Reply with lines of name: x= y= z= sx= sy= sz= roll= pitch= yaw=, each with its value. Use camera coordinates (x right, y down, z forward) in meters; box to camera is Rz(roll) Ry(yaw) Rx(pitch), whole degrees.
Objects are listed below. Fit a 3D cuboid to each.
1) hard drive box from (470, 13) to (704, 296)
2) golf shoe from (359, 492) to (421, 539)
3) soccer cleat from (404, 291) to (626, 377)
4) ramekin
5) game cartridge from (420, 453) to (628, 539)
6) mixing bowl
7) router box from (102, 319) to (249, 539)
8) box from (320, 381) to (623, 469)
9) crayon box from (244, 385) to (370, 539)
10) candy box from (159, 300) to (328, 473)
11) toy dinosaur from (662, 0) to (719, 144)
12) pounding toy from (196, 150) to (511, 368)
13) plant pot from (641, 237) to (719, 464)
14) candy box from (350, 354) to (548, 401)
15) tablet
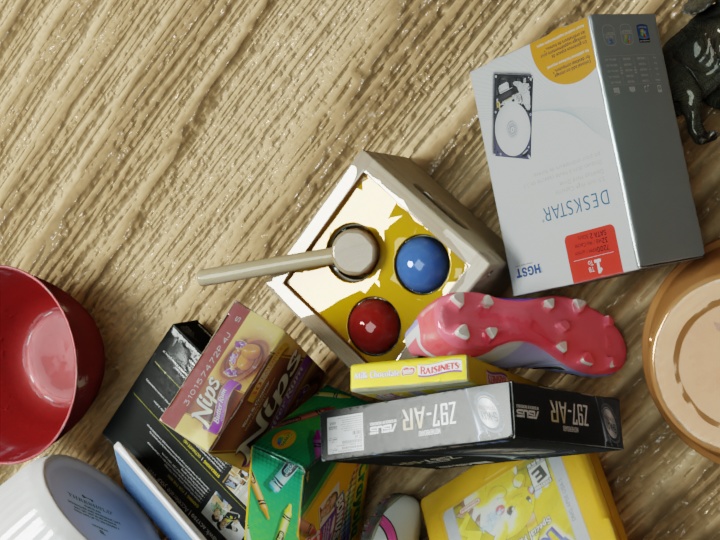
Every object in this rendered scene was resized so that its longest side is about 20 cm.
hard drive box: x=0.183 y=-0.091 z=1.031 sx=0.156 sy=0.077 sz=0.201 roll=-18 pitch=83 yaw=56
golf shoe: x=0.033 y=0.290 z=1.111 sx=0.092 sy=0.201 sz=0.073 roll=6 pitch=139 yaw=15
soccer cleat: x=0.133 y=0.057 z=1.054 sx=0.076 sy=0.199 sz=0.067 roll=-34 pitch=54 yaw=54
ramekin: x=-0.283 y=0.271 z=1.239 sx=0.094 sy=0.202 sz=0.202 roll=-46 pitch=73 yaw=7
game cartridge: x=0.140 y=0.239 z=1.060 sx=0.176 sy=0.032 sz=0.200 roll=-37 pitch=39 yaw=22
mixing bowl: x=-0.342 y=0.094 z=1.305 sx=0.199 sy=0.108 sz=0.201 roll=1 pitch=92 yaw=25
router box: x=-0.146 y=0.170 z=1.244 sx=0.200 sy=0.051 sz=0.149 roll=43 pitch=110 yaw=19
box: x=0.090 y=0.132 z=1.038 sx=0.199 sy=0.160 sz=0.044 roll=-14 pitch=72 yaw=39
crayon box: x=-0.049 y=0.219 z=1.128 sx=0.058 sy=0.119 sz=0.201 roll=21 pitch=122 yaw=24
candy box: x=-0.095 y=0.110 z=1.089 sx=0.056 sy=0.200 sz=0.117 roll=30 pitch=81 yaw=17
toy dinosaur: x=0.280 y=-0.166 z=1.030 sx=0.102 sy=0.077 sz=0.200 roll=50 pitch=125 yaw=36
pounding toy: x=0.000 y=0.000 z=1.119 sx=0.200 sy=0.142 sz=0.184 roll=43 pitch=108 yaw=18
plant pot: x=0.308 y=0.068 z=0.975 sx=0.199 sy=0.140 sz=0.201 roll=1 pitch=93 yaw=26
candy box: x=0.080 y=0.099 z=1.052 sx=0.102 sy=0.200 sz=0.027 roll=-5 pitch=76 yaw=26
tablet: x=-0.174 y=0.261 z=1.233 sx=0.014 sy=0.130 sz=0.200 roll=-37 pitch=72 yaw=-22
